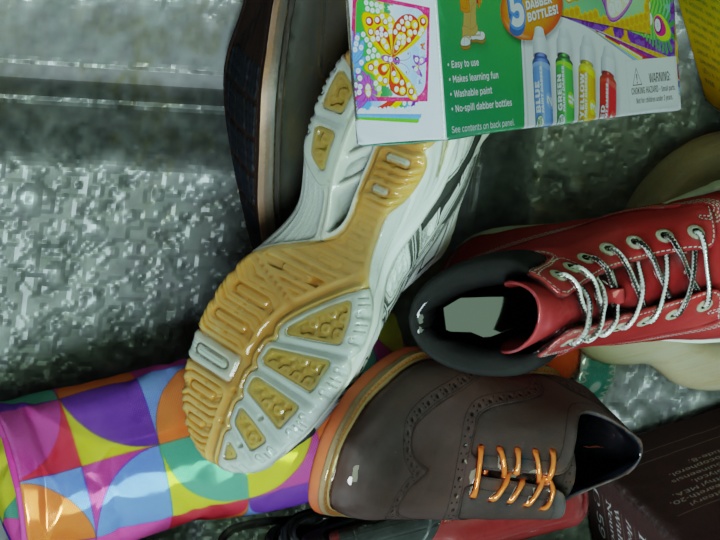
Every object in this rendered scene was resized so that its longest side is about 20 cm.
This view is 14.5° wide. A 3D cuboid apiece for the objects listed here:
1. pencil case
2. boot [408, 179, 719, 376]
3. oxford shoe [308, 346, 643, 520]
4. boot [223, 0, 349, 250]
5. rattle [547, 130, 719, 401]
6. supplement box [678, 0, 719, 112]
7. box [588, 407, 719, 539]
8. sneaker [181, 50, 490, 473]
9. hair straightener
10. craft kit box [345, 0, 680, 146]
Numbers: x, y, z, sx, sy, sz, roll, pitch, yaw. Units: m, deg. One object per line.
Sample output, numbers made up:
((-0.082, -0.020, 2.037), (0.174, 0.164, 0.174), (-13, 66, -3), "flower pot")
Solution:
((-0.066, 0.076, 1.250), (0.200, 0.088, 0.088), (-12, 112, -15), "pencil case")
((0.125, 0.006, 1.188), (0.200, 0.144, 0.072), (-9, 95, 10), "boot")
((0.052, 0.074, 1.202), (0.200, 0.073, 0.071), (-11, 117, -55), "oxford shoe")
((-0.006, -0.099, 1.213), (0.097, 0.075, 0.200), (-4, 107, -15), "boot")
((0.160, 0.029, 1.283), (0.200, 0.143, 0.130), (-27, 133, -15), "rattle")
((0.197, -0.166, 1.240), (0.109, 0.110, 0.200), (-24, 115, -10), "supplement box")
((0.223, 0.165, 1.314), (0.164, 0.200, 0.166), (-16, 112, -13), "box")
((0.000, 0.000, 1.195), (0.200, 0.076, 0.088), (-60, 153, 8), "sneaker")
((0.008, 0.120, 1.288), (0.200, 0.077, 0.041), (-18, 103, -37), "hair straightener")
((0.059, -0.153, 1.111), (0.200, 0.049, 0.198), (-12, 96, -57), "craft kit box")
